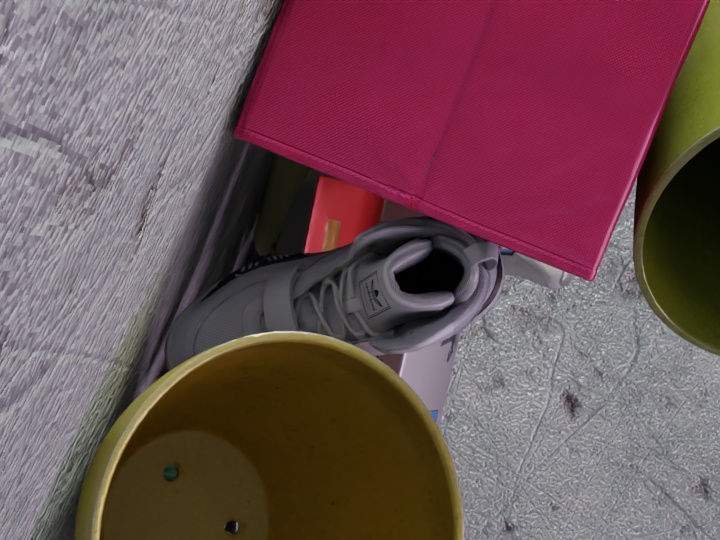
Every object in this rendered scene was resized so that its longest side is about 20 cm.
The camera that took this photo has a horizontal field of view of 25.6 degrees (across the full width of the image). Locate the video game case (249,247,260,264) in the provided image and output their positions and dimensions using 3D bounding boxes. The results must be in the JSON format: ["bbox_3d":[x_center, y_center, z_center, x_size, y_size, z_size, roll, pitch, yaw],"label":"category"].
[{"bbox_3d":[-0.033,-0.071,1.244,0.182,0.045,0.201,-63,176,-58],"label":"video game case"}]

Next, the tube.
[{"bbox_3d":[-0.032,-0.073,1.062,0.201,0.051,0.058,111,-2,-53],"label":"tube"}]

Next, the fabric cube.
[{"bbox_3d":[0.066,-0.129,0.853,0.196,0.198,0.201,-53,164,-83],"label":"fabric cube"}]

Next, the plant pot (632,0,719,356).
[{"bbox_3d":[0.233,-0.085,0.875,0.201,0.185,0.188,-89,-164,-46],"label":"plant pot"}]

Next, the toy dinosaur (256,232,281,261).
[{"bbox_3d":[-0.069,0.055,1.066,0.200,0.102,0.136,-41,180,41],"label":"toy dinosaur"}]

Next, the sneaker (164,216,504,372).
[{"bbox_3d":[-0.015,0.018,0.854,0.115,0.198,0.076,90,-17,-86],"label":"sneaker"}]

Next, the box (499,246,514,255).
[{"bbox_3d":[0.120,-0.115,1.064,0.200,0.037,0.138,131,-42,-56],"label":"box"}]

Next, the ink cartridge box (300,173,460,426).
[{"bbox_3d":[0.010,0.048,0.994,0.176,0.044,0.202,5,98,-65],"label":"ink cartridge box"}]

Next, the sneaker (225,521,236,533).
[{"bbox_3d":[-0.130,0.191,1.187,0.077,0.075,0.200,-64,178,33],"label":"sneaker"}]

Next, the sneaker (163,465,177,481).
[{"bbox_3d":[-0.103,0.110,0.951,0.200,0.076,0.090,-42,137,-60],"label":"sneaker"}]

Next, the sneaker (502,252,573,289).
[{"bbox_3d":[0.067,-0.021,1.186,0.081,0.199,0.070,-59,151,-10],"label":"sneaker"}]

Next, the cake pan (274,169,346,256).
[{"bbox_3d":[0.000,0.000,1.041,0.200,0.036,0.202,-38,135,-51],"label":"cake pan"}]

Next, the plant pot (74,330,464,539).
[{"bbox_3d":[-0.066,0.135,0.819,0.142,0.199,0.202,-8,-125,62],"label":"plant pot"}]
